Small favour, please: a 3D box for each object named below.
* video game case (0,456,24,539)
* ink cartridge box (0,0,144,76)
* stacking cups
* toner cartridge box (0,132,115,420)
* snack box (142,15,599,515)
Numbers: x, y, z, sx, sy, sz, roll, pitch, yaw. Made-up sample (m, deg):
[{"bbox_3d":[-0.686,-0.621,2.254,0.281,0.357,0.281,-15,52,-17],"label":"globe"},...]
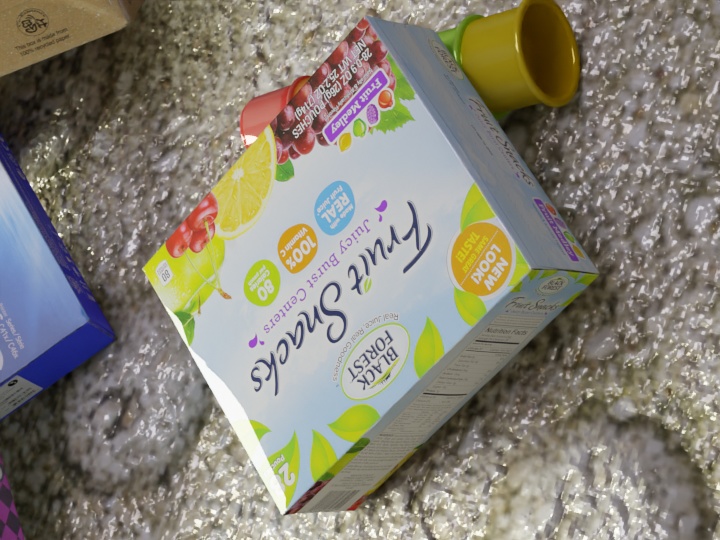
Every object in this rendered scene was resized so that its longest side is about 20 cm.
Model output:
[{"bbox_3d":[-0.277,0.132,1.301,0.181,0.036,0.201,-27,75,38],"label":"video game case"},{"bbox_3d":[-0.217,-0.174,1.318,0.199,0.075,0.165,-19,25,18],"label":"ink cartridge box"},{"bbox_3d":[0.023,-0.098,1.200,0.199,0.060,0.061,-12,67,39],"label":"stacking cups"},{"bbox_3d":[-0.236,-0.017,1.332,0.095,0.043,0.200,-35,67,4],"label":"toner cartridge box"},{"bbox_3d":[0.000,0.000,1.133,0.200,0.068,0.169,-46,62,29],"label":"snack box"}]
